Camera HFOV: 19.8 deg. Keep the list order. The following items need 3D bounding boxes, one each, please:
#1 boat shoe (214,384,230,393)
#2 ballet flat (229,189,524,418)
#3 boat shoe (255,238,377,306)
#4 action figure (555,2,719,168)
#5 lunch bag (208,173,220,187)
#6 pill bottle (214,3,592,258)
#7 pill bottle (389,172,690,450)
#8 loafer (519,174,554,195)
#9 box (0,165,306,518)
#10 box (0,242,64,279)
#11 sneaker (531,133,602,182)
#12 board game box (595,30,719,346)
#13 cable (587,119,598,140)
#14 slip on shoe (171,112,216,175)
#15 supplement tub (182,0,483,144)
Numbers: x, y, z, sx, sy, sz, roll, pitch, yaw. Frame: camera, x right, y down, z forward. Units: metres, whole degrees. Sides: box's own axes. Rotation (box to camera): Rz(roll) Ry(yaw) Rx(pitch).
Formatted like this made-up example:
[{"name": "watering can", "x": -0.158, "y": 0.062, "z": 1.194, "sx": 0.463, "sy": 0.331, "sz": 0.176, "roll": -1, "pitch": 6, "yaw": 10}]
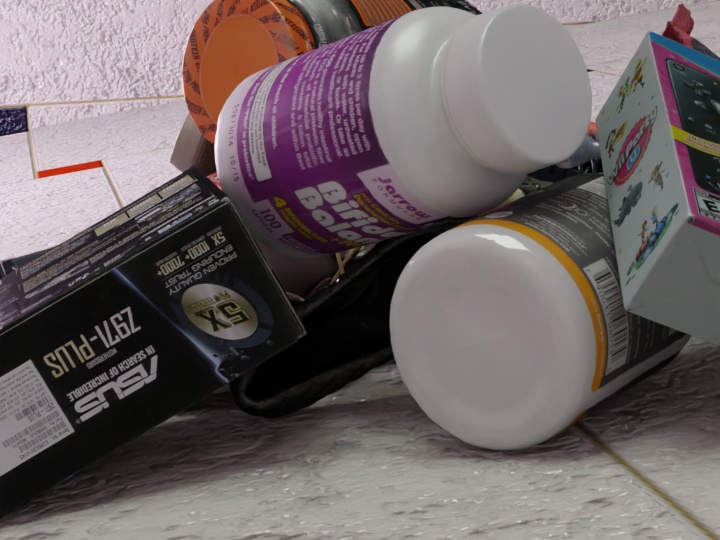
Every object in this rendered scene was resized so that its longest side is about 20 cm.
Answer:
[{"name": "boat shoe", "x": -0.102, "y": 0.044, "z": 1.245, "sx": 0.200, "sy": 0.062, "sz": 0.075, "roll": -7, "pitch": 1, "yaw": 12}, {"name": "ballet flat", "x": 0.014, "y": 0.021, "z": 1.152, "sx": 0.200, "sy": 0.066, "sz": 0.057, "roll": -37, "pitch": 9, "yaw": 4}, {"name": "boat shoe", "x": 0.000, "y": 0.000, "z": 1.255, "sx": 0.200, "sy": 0.072, "sz": 0.060, "roll": 14, "pitch": -2, "yaw": -24}, {"name": "action figure", "x": 0.210, "y": -0.058, "z": 1.182, "sx": 0.134, "sy": 0.200, "sz": 0.149, "roll": -39, "pitch": 36, "yaw": -22}, {"name": "lunch bag", "x": -0.021, "y": -0.034, "z": 1.395, "sx": 0.176, "sy": 0.082, "sz": 0.200, "roll": -7, "pitch": 13, "yaw": -38}, {"name": "pill bottle", "x": 0.023, "y": -0.076, "z": 1.095, "sx": 0.112, "sy": 0.112, "sz": 0.200, "roll": -19, "pitch": 3, "yaw": -42}, {"name": "pill bottle", "x": 0.112, "y": 0.013, "z": 1.087, "sx": 0.116, "sy": 0.117, "sz": 0.200, "roll": -2, "pitch": 12, "yaw": 34}, {"name": "loafer", "x": 0.113, "y": -0.033, "z": 1.246, "sx": 0.063, "sy": 0.072, "sz": 0.200, "roll": -39, "pitch": -33, "yaw": 21}, {"name": "box", "x": -0.146, "y": 0.036, "z": 1.116, "sx": 0.200, "sy": 0.086, "sz": 0.164, "roll": -31, "pitch": 14, "yaw": -6}, {"name": "box", "x": -0.219, "y": 0.030, "z": 1.314, "sx": 0.143, "sy": 0.036, "sz": 0.200, "roll": -20, "pitch": -10, "yaw": -46}, {"name": "sneaker", "x": 0.147, "y": -0.085, "z": 1.417, "sx": 0.202, "sy": 0.146, "sz": 0.077, "roll": 12, "pitch": 55, "yaw": 4}, {"name": "board game box", "x": 0.204, "y": -0.029, "z": 1.048, "sx": 0.147, "sy": 0.064, "sz": 0.200, "roll": 21, "pitch": 28, "yaw": -12}, {"name": "cable", "x": 0.239, "y": -0.090, "z": 1.567, "sx": 0.200, "sy": 0.050, "sz": 0.097, "roll": 4, "pitch": -7, "yaw": 13}, {"name": "slip on shoe", "x": -0.054, "y": -0.103, "z": 1.377, "sx": 0.061, "sy": 0.076, "sz": 0.200, "roll": 32, "pitch": 26, "yaw": 14}, {"name": "supplement tub", "x": -0.008, "y": -0.119, "z": 1.288, "sx": 0.122, "sy": 0.123, "sz": 0.200, "roll": 0, "pitch": 1, "yaw": 41}]
